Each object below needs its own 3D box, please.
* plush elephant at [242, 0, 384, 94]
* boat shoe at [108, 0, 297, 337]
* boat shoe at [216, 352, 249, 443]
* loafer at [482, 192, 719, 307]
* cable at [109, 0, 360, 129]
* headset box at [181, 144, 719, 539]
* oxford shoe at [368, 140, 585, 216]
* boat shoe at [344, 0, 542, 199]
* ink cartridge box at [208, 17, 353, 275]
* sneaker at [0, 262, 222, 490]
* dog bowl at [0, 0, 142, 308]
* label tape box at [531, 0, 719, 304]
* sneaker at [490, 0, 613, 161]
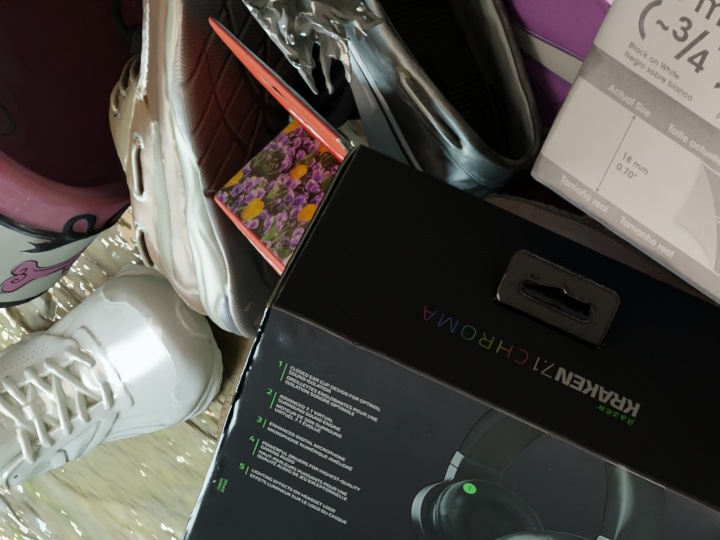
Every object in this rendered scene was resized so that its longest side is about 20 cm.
[{"bbox_3d":[-0.011,-0.178,0.968,0.200,0.155,0.165,52,-178,22],"label":"plush elephant"},{"bbox_3d":[-0.070,-0.061,1.181,0.072,0.076,0.200,22,134,29],"label":"boat shoe"},{"bbox_3d":[-0.017,0.090,1.292,0.076,0.072,0.200,42,151,22],"label":"boat shoe"},{"bbox_3d":[0.122,0.029,1.067,0.200,0.063,0.072,33,141,-1],"label":"loafer"},{"bbox_3d":[-0.040,-0.146,1.172,0.163,0.051,0.200,34,134,23],"label":"cable"},{"bbox_3d":[0.038,0.074,1.031,0.174,0.093,0.200,24,135,4],"label":"headset box"},{"bbox_3d":[0.087,0.002,1.142,0.200,0.071,0.074,43,163,17],"label":"oxford shoe"},{"bbox_3d":[0.015,-0.118,1.071,0.071,0.072,0.200,-27,91,57],"label":"boat shoe"},{"bbox_3d":[0.000,0.000,1.133,0.109,0.050,0.200,44,176,47],"label":"ink cartridge box"},{"bbox_3d":[-0.140,0.063,1.375,0.078,0.099,0.200,57,141,0],"label":"sneaker"},{"bbox_3d":[-0.161,-0.089,1.236,0.074,0.200,0.201,-28,94,33],"label":"dog bowl"},{"bbox_3d":[0.162,-0.081,0.940,0.144,0.063,0.200,35,113,24],"label":"label tape box"},{"bbox_3d":[0.122,-0.080,1.035,0.200,0.073,0.115,19,125,37],"label":"sneaker"}]
